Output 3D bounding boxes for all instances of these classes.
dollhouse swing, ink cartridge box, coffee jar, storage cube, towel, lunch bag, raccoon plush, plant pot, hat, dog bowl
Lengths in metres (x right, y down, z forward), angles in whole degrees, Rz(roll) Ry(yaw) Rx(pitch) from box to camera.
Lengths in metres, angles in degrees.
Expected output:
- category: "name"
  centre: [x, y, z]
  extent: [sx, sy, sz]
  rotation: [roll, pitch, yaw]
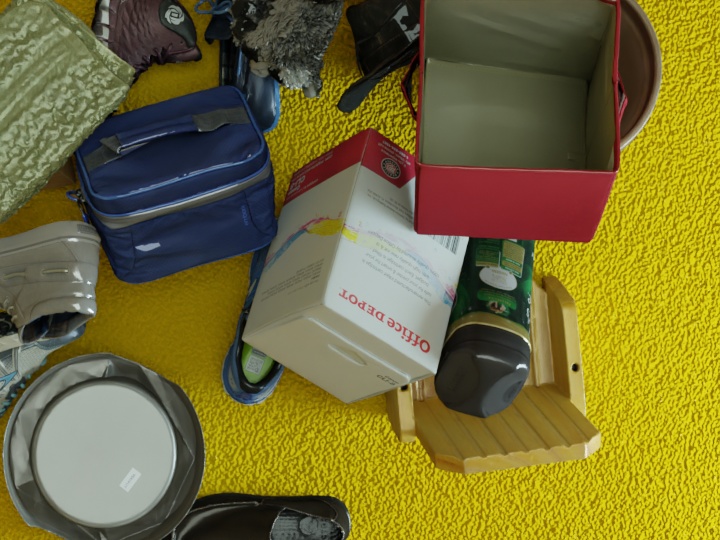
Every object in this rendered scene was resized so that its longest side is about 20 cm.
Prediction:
- category: "dollhouse swing"
  centre: [0.134, 0.096, 1.594]
  extent: [0.197, 0.176, 0.184]
  rotation: [-5, 91, -9]
- category: "ink cartridge box"
  centre: [0.000, 0.000, 1.535]
  extent: [0.145, 0.144, 0.202]
  rotation: [32, 56, -26]
- category: "coffee jar"
  centre: [0.122, 0.039, 1.549]
  extent: [0.084, 0.105, 0.202]
  rotation: [16, 49, -8]
- category: "storage cube"
  centre: [0.135, -0.137, 1.432]
  extent: [0.197, 0.180, 0.173]
  rotation: [2, 72, 2]
- category: "towel"
  centre: [-0.321, -0.155, 1.490]
  extent: [0.148, 0.036, 0.200]
  rotation: [41, 82, 2]
- category: "lunch bag"
  centre: [-0.185, -0.090, 1.533]
  extent: [0.198, 0.136, 0.133]
  rotation: [-17, 132, -11]
- category: "raccoon plush"
  centre: [-0.029, -0.226, 1.508]
  extent: [0.198, 0.134, 0.098]
  rotation: [-4, 70, 31]
- category: "plant pot"
  centre: [0.195, -0.192, 1.586]
  extent: [0.198, 0.093, 0.204]
  rotation: [0, 82, 0]
- category: "hat"
  centre: [0.030, -0.242, 1.566]
  extent: [0.200, 0.201, 0.081]
  rotation: [-39, 91, -8]
- category: "dog bowl"
  centre: [-0.255, 0.181, 1.581]
  extent: [0.197, 0.059, 0.203]
  rotation: [0, 90, -10]

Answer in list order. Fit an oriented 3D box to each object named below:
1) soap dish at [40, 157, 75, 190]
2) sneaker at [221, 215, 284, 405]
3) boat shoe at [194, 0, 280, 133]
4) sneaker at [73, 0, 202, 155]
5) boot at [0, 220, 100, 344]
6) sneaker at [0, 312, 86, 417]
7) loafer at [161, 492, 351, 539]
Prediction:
- category: "soap dish"
  centre: [-0.389, -0.145, 1.545]
  extent: [0.197, 0.081, 0.160]
  rotation: [-11, 91, -9]
- category: "sneaker"
  centre: [-0.082, 0.038, 1.596]
  extent: [0.078, 0.089, 0.203]
  rotation: [16, 82, -10]
- category: "boat shoe"
  centre: [-0.123, -0.238, 1.593]
  extent: [0.068, 0.084, 0.203]
  rotation: [-8, 89, -20]
- category: "sneaker"
  centre: [-0.218, -0.202, 1.583]
  extent: [0.114, 0.076, 0.203]
  rotation: [13, 88, -14]
- category: "boot"
  centre: [-0.327, 0.023, 1.506]
  extent: [0.073, 0.198, 0.097]
  rotation: [20, 60, -49]
- category: "sneaker"
  centre: [-0.359, 0.098, 1.565]
  extent: [0.198, 0.078, 0.087]
  rotation: [-23, 111, -7]
- category: "loafer"
  centre: [-0.103, 0.261, 1.601]
  extent: [0.197, 0.071, 0.074]
  rotation: [-7, 91, -11]
